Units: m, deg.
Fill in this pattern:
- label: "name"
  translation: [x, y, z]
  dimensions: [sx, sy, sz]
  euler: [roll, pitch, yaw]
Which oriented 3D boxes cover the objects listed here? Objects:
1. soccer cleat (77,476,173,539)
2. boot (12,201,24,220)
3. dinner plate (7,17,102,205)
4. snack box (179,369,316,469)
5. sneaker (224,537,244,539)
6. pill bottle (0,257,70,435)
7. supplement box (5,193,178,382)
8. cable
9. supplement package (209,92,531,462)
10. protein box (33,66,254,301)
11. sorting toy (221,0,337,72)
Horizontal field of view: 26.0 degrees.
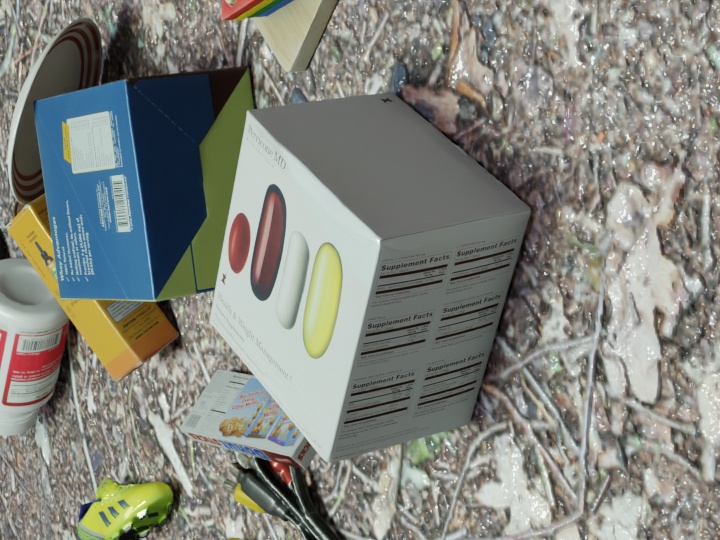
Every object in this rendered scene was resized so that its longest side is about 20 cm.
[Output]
- label: "soccer cleat"
  translation: [-0.268, 0.263, 1.726]
  dimensions: [0.200, 0.064, 0.085]
  euler: [-41, 63, 51]
- label: "boot"
  translation: [-0.299, -0.064, 1.687]
  dimensions: [0.187, 0.064, 0.201]
  euler: [50, 140, 17]
- label: "dinner plate"
  translation: [-0.317, -0.165, 1.597]
  dimensions: [0.024, 0.200, 0.202]
  euler: [21, 122, 9]
- label: "snack box"
  translation: [-0.094, 0.135, 1.446]
  dimensions: [0.024, 0.072, 0.199]
  euler: [45, 158, -29]
- label: "sneaker"
  translation: [-0.106, 0.351, 1.508]
  dimensions: [0.201, 0.077, 0.082]
  euler: [58, 138, 27]
- label: "pill bottle"
  translation: [-0.407, 0.094, 1.839]
  dimensions: [0.112, 0.111, 0.202]
  euler: [50, 135, 35]
- label: "supplement box"
  translation: [-0.278, 0.011, 1.616]
  dimensions: [0.201, 0.069, 0.066]
  euler: [53, 139, -4]
- label: "cable"
  translation: [-0.052, 0.219, 1.451]
  dimensions: [0.199, 0.050, 0.098]
  euler: [38, 112, 28]
- label: "supplement package"
  translation: [0.000, 0.000, 1.211]
  dimensions: [0.191, 0.146, 0.202]
  euler: [44, 132, 40]
- label: "protein box"
  translation: [-0.199, -0.079, 1.481]
  dimensions: [0.199, 0.134, 0.201]
  euler: [-1, 98, 54]
- label: "sorting toy"
  translation: [-0.086, -0.307, 1.322]
  dimensions: [0.201, 0.069, 0.200]
  euler: [58, 140, 27]
